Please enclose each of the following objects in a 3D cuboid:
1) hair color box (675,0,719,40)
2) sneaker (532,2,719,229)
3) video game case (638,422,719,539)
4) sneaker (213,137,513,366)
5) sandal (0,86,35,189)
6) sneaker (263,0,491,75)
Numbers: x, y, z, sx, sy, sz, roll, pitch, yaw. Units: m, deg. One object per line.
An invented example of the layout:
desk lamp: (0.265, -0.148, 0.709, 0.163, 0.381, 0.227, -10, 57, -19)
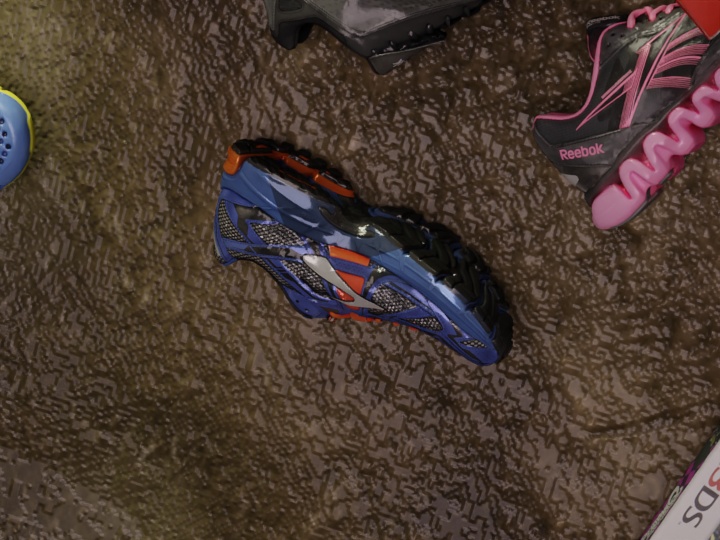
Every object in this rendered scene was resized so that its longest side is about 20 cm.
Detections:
hair color box: (0.187, -0.193, 1.087, 0.101, 0.200, 0.061, -40, 104, 15)
sneaker: (0.172, -0.121, 1.179, 0.095, 0.079, 0.200, 43, 104, 12)
video game case: (0.282, 0.156, 1.225, 0.199, 0.036, 0.182, 34, 106, 2)
sneaker: (0.000, 0.000, 1.235, 0.199, 0.075, 0.079, 32, 113, 11)
sandal: (-0.291, -0.069, 1.258, 0.198, 0.087, 0.080, -6, 98, 9)
sneaker: (0.033, -0.155, 1.197, 0.198, 0.066, 0.091, 3, 104, 13)
